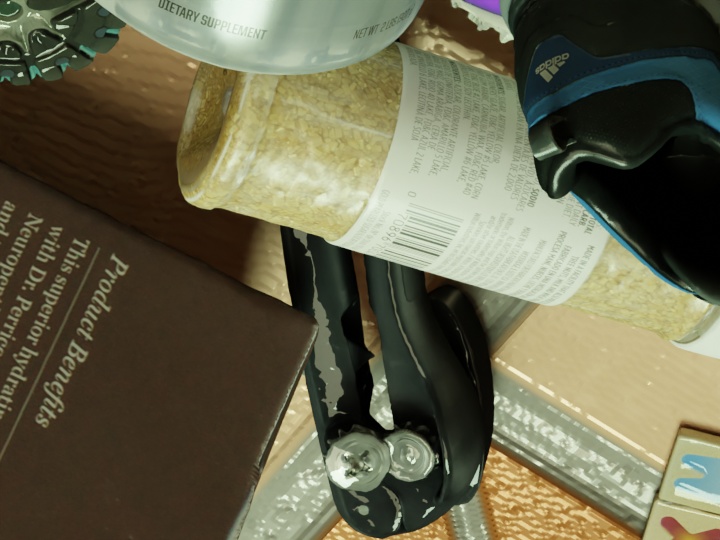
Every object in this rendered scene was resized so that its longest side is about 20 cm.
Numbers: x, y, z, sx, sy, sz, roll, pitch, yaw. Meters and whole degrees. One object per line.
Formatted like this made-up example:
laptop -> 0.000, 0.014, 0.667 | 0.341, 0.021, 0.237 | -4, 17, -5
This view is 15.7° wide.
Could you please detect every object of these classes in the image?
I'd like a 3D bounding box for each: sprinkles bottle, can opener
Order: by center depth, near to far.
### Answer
sprinkles bottle -> 0.045, -0.027, 0.820 | 0.199, 0.068, 0.068 | 16, 131, -18
can opener -> 0.000, 0.000, 0.884 | 0.063, 0.079, 0.201 | -10, 114, 12

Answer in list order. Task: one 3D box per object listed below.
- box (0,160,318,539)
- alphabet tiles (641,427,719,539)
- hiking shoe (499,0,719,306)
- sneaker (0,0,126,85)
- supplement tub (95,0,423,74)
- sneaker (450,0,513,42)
box -> -0.150, 0.064, 0.873 | 0.200, 0.166, 0.164 | 28, 157, -9
alphabet tiles -> 0.179, 0.153, 0.997 | 0.167, 0.008, 0.200 | 14, 129, 3
hiking shoe -> 0.113, -0.017, 0.746 | 0.200, 0.087, 0.074 | 29, 139, -29
sneaker -> -0.173, -0.108, 0.808 | 0.199, 0.086, 0.078 | 5, 139, -17
supplement tub -> -0.012, -0.164, 0.721 | 0.122, 0.123, 0.200 | 20, 130, -2
sneaker -> 0.120, -0.120, 0.764 | 0.199, 0.070, 0.100 | -2, 121, 10
